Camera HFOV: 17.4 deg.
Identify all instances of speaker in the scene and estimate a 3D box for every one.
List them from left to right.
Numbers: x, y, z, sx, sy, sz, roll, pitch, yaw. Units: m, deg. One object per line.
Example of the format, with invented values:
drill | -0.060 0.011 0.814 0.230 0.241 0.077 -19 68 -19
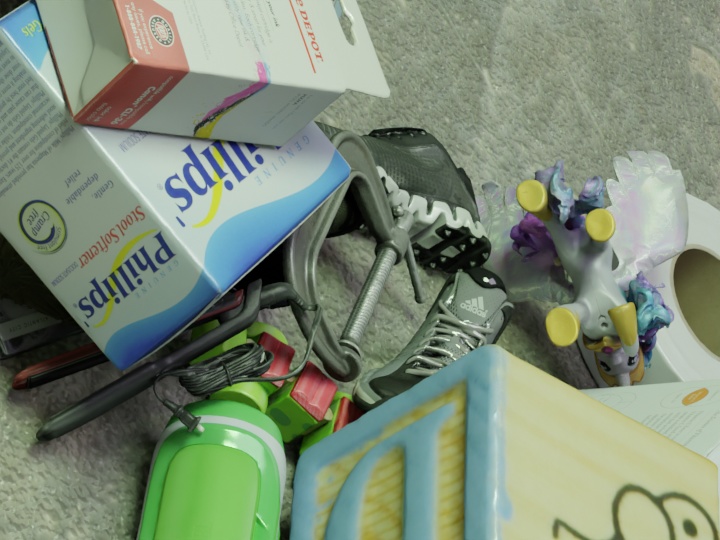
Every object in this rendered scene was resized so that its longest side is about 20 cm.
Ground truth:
speaker | -0.095 0.180 1.423 0.088 0.088 0.201 32 46 -28

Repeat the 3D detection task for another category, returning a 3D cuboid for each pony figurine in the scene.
pony figurine | 0.165 -0.005 1.727 0.200 0.166 0.194 48 28 -68

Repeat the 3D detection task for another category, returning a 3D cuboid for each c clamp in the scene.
c clamp | 0.000 0.000 1.583 0.200 0.027 0.171 -60 140 -53

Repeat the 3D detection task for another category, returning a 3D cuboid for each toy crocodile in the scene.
toy crocodile | -0.038 0.090 1.556 0.200 0.062 0.068 41 43 -21

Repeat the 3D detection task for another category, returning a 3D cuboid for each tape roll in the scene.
tape roll | 0.260 0.042 1.889 0.202 0.071 0.203 26 49 -34

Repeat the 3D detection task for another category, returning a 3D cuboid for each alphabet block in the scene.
alphabet block | 0.088 0.193 1.442 0.200 0.196 0.196 29 49 -30

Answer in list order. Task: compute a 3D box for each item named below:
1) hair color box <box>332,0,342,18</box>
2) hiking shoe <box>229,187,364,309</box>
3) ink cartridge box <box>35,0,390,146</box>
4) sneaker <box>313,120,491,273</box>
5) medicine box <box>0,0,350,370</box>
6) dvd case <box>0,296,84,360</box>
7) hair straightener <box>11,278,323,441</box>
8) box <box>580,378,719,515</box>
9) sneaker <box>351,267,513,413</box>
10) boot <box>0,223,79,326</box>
hair color box | -0.045 -0.239 1.728 0.061 0.099 0.200 40 43 -21
hiking shoe | -0.061 -0.017 1.581 0.200 0.076 0.101 -5 63 -48
ink cartridge box | -0.086 -0.140 1.370 0.199 0.067 0.117 5 58 -43
sneaker | 0.015 -0.072 1.716 0.200 0.066 0.091 28 45 -37
medicine box | -0.133 -0.075 1.409 0.200 0.103 0.182 49 36 -4
dvd case | -0.216 -0.051 1.497 0.148 0.016 0.201 -19 81 -50
hair straightener | -0.109 0.064 1.448 0.199 0.041 0.077 -20 79 -20
box | 0.190 0.155 1.627 0.152 0.199 0.107 -34 112 -49
sneaker | 0.054 0.050 1.578 0.075 0.116 0.200 30 6 1
boot | -0.211 -0.078 1.464 0.175 0.066 0.201 30 46 -37
